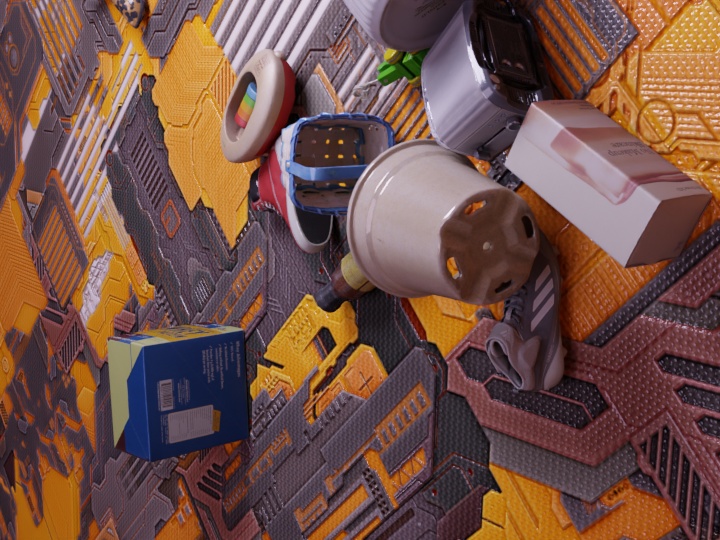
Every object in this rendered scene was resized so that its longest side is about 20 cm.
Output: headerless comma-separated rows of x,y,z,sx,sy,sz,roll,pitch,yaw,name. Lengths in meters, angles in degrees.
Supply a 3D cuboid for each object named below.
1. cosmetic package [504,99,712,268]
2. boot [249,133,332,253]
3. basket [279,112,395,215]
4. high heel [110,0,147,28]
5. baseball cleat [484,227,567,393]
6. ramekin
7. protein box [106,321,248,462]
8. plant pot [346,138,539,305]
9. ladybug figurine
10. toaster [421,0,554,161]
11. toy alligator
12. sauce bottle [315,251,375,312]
0.267,-0.100,1.145,0.200,0.103,0.088,46,129,34,cosmetic package
-0.116,-0.095,1.638,0.144,0.072,0.202,-42,56,45,boot
-0.018,-0.145,1.434,0.200,0.175,0.141,-162,71,-68,basket
-0.484,-0.512,2.012,0.199,0.071,0.144,-12,80,42,high heel
0.195,0.045,1.250,0.070,0.106,0.202,-18,80,55,baseball cleat
0.070,-0.358,1.264,0.200,0.199,0.106,-50,58,42,ramekin
-0.316,0.205,1.821,0.134,0.199,0.201,5,100,50,protein box
0.109,-0.044,1.233,0.183,0.198,0.203,-150,61,-63,plant pot
-0.156,-0.255,1.646,0.201,0.071,0.136,-57,40,33,ladybug figurine
0.145,-0.231,1.253,0.129,0.113,0.202,-44,46,47,toaster
0.061,-0.283,1.407,0.199,0.059,0.055,-15,44,50,toy alligator
0.000,0.000,1.512,0.200,0.066,0.067,-38,67,44,sauce bottle
